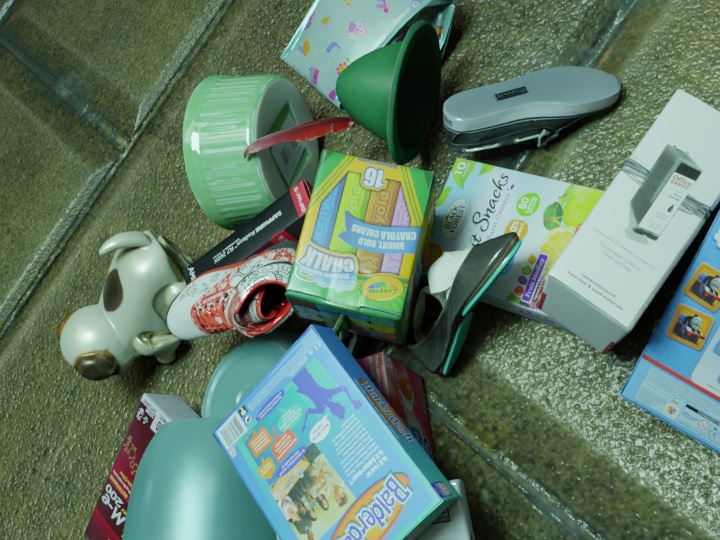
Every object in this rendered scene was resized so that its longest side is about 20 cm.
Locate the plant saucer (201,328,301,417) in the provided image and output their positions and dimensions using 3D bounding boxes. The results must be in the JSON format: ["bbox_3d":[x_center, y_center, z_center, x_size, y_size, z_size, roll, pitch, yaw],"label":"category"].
[{"bbox_3d":[-0.129,0.164,1.005,0.197,0.036,0.203,-14,63,28],"label":"plant saucer"}]

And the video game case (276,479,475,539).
[{"bbox_3d":[0.019,0.299,0.743,0.197,0.022,0.185,-16,76,24],"label":"video game case"}]

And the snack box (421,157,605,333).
[{"bbox_3d":[0.167,-0.031,0.884,0.198,0.053,0.144,20,80,38],"label":"snack box"}]

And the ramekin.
[{"bbox_3d":[-0.132,-0.156,1.054,0.096,0.200,0.203,-2,68,24],"label":"ramekin"}]

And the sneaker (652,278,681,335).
[{"bbox_3d":[0.354,0.018,0.728,0.197,0.074,0.082,-15,58,26],"label":"sneaker"}]

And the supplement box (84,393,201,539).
[{"bbox_3d":[-0.258,0.267,1.006,0.108,0.061,0.202,30,99,39],"label":"supplement box"}]

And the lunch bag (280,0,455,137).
[{"bbox_3d":[0.016,-0.307,1.068,0.201,0.121,0.170,-53,50,9],"label":"lunch bag"}]

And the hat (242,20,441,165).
[{"bbox_3d":[-0.014,-0.221,0.978,0.174,0.200,0.168,13,113,20],"label":"hat"}]

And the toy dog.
[{"bbox_3d":[-0.303,0.059,1.077,0.200,0.194,0.139,-47,64,-1],"label":"toy dog"}]

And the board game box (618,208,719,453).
[{"bbox_3d":[0.328,0.056,0.673,0.150,0.036,0.202,30,114,22],"label":"board game box"}]

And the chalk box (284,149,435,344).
[{"bbox_3d":[0.000,0.000,0.849,0.122,0.125,0.203,11,76,8],"label":"chalk box"}]

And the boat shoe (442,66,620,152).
[{"bbox_3d":[0.193,-0.173,0.921,0.196,0.069,0.074,-15,47,0],"label":"boat shoe"}]

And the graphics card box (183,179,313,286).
[{"bbox_3d":[-0.106,-0.014,1.013,0.199,0.125,0.051,-33,55,16],"label":"graphics card box"}]

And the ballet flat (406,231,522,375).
[{"bbox_3d":[0.094,0.029,0.836,0.068,0.068,0.202,33,129,13],"label":"ballet flat"}]

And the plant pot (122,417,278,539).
[{"bbox_3d":[-0.154,0.246,0.870,0.198,0.200,0.164,-13,68,28],"label":"plant pot"}]

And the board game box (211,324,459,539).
[{"bbox_3d":[-0.029,0.176,0.746,0.152,0.045,0.201,-46,64,14],"label":"board game box"}]

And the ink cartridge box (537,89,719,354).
[{"bbox_3d":[0.251,-0.038,0.734,0.082,0.147,0.201,35,83,15],"label":"ink cartridge box"}]

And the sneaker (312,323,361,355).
[{"bbox_3d":[-0.015,0.046,0.941,0.085,0.073,0.203,168,119,-80],"label":"sneaker"}]

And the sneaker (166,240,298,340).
[{"bbox_3d":[-0.149,0.041,0.921,0.199,0.068,0.108,-26,21,15],"label":"sneaker"}]

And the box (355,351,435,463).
[{"bbox_3d":[0.019,0.201,0.848,0.094,0.099,0.203,-20,60,23],"label":"box"}]
